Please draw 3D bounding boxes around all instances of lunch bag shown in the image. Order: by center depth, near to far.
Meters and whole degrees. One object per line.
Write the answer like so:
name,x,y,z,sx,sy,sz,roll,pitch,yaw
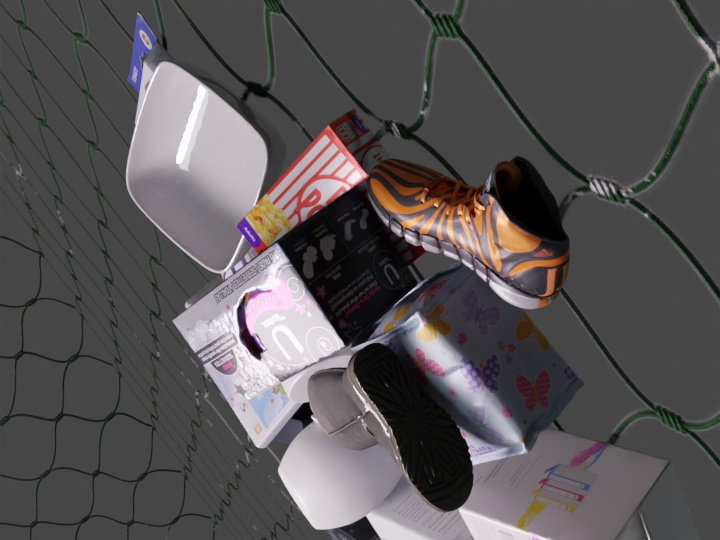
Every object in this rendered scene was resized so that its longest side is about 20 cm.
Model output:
lunch bag,0.093,0.094,1.015,0.170,0.127,0.200,50,149,-2

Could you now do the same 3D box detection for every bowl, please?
bowl,-0.172,-0.124,1.188,0.199,0.074,0.201,39,124,21

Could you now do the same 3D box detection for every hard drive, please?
hard drive,-0.078,0.211,1.537,0.199,0.133,0.043,3,109,63

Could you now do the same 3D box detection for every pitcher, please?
pitcher,-0.005,0.186,1.188,0.173,0.199,0.121,61,165,-20

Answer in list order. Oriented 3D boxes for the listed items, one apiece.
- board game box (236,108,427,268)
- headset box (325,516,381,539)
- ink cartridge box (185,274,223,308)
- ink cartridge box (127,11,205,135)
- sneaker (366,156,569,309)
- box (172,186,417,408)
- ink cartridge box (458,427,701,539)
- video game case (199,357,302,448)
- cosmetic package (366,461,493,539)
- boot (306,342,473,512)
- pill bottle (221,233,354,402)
board game box,-0.023,-0.043,1.041,0.152,0.046,0.200,51,136,1
headset box,0.061,0.323,1.366,0.199,0.174,0.093,9,134,59
ink cartridge box,-0.171,0.101,1.604,0.199,0.083,0.146,16,140,55
ink cartridge box,-0.247,-0.204,1.334,0.201,0.040,0.200,51,158,3
sneaker,0.093,-0.061,0.854,0.198,0.078,0.113,31,149,19
box,-0.065,0.032,0.994,0.199,0.132,0.115,-33,94,45
ink cartridge box,0.220,0.250,0.976,0.198,0.125,0.130,8,134,49
video game case,-0.118,0.095,1.342,0.022,0.201,0.183,11,-146,-54
cosmetic package,0.143,0.302,1.180,0.168,0.166,0.199,56,159,-13
boot,0.020,0.161,1.009,0.183,0.072,0.200,60,154,8
pill bottle,-0.084,0.049,1.237,0.116,0.114,0.202,92,153,-59
